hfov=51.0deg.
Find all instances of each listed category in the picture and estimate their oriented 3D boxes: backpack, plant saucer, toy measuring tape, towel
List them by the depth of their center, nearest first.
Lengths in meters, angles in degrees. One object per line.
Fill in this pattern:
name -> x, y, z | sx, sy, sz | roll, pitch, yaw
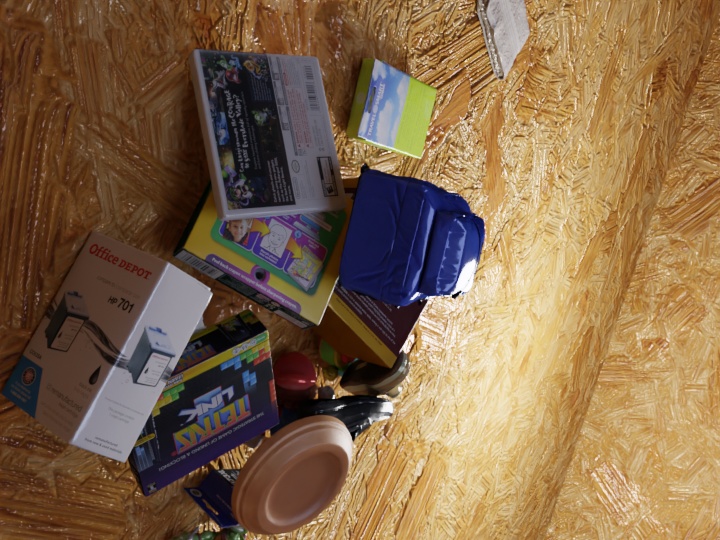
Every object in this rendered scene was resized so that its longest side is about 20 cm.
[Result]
backpack -> 0.077, -0.031, 0.989 | 0.199, 0.165, 0.166 | -5, 115, -69
plant saucer -> -0.087, 0.296, 1.061 | 0.197, 0.037, 0.204 | -24, 134, -28
toy measuring tape -> -0.023, 0.087, 1.252 | 0.073, 0.072, 0.205 | 16, 94, -56
towel -> 0.282, -0.491, 1.468 | 0.134, 0.034, 0.201 | -58, 145, -20

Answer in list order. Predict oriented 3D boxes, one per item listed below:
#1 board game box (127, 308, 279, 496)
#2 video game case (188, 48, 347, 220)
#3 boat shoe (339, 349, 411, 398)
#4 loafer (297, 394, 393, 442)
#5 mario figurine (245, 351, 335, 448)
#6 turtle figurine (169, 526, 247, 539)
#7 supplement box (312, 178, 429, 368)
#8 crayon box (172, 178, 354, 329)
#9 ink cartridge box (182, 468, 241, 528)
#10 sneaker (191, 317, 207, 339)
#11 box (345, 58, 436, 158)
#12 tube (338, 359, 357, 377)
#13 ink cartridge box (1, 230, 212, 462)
board game box -> -0.202, 0.164, 0.937 | 0.197, 0.056, 0.169 | -25, 131, -27
video game case -> -0.111, -0.168, 0.930 | 0.179, 0.023, 0.205 | -8, 84, -38
boat shoe -> 0.039, 0.172, 1.214 | 0.076, 0.199, 0.072 | 37, 67, -12
loafer -> -0.021, 0.230, 1.157 | 0.198, 0.067, 0.073 | 4, 84, -50
mario figurine -> -0.110, 0.230, 1.173 | 0.122, 0.104, 0.206 | 17, 75, -53
turtle figurine -> -0.218, 0.447, 1.073 | 0.142, 0.199, 0.198 | 27, 88, -26
supplement box -> 0.000, 0.000, 1.145 | 0.197, 0.131, 0.202 | 46, 66, -34
crayon box -> -0.112, -0.051, 0.964 | 0.198, 0.058, 0.176 | 31, 68, -21
ink cartridge box -> -0.167, 0.339, 1.136 | 0.198, 0.094, 0.038 | 17, 102, -57
sneaker -> -0.239, 0.103, 0.949 | 0.080, 0.076, 0.204 | -28, 127, -34
box -> 0.048, -0.259, 1.217 | 0.198, 0.047, 0.125 | 4, 101, -56
tube -> 0.002, 0.088, 1.322 | 0.077, 0.049, 0.206 | 6, 96, -67
ink cartridge box -> -0.272, 0.077, 0.815 | 0.086, 0.144, 0.204 | 40, 72, -52
